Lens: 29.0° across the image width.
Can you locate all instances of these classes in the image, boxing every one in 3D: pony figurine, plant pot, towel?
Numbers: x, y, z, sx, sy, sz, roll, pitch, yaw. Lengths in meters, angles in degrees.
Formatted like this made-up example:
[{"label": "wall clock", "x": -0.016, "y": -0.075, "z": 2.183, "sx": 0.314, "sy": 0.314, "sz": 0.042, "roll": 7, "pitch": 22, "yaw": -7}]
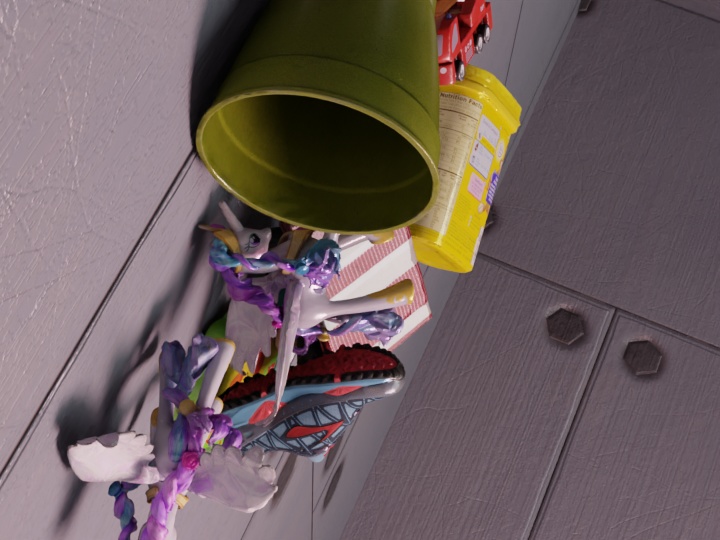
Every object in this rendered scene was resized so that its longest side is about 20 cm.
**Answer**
[{"label": "pony figurine", "x": -0.054, "y": 0.026, "z": 1.277, "sx": 0.166, "sy": 0.199, "sz": 0.195, "roll": -142, "pitch": -129, "yaw": -61}, {"label": "plant pot", "x": -0.015, "y": -0.164, "z": 1.151, "sx": 0.201, "sy": 0.199, "sz": 0.194, "roll": 93, "pitch": 9, "yaw": -62}, {"label": "pony figurine", "x": -0.153, "y": 0.156, "z": 1.168, "sx": 0.194, "sy": 0.165, "sz": 0.201, "roll": 109, "pitch": -8, "yaw": -52}, {"label": "towel", "x": 0.000, "y": 0.000, "z": 1.401, "sx": 0.144, "sy": 0.023, "sz": 0.201, "roll": -36, "pitch": 124, "yaw": -31}]

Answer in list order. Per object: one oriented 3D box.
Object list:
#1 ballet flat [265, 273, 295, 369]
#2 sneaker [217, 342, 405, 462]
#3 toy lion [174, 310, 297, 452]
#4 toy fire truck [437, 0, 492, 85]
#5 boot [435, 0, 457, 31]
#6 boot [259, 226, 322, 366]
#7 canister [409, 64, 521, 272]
[{"label": "ballet flat", "x": -0.078, "y": 0.038, "z": 1.544, "sx": 0.201, "sy": 0.073, "sz": 0.073, "roll": -67, "pitch": 172, "yaw": 29}, {"label": "sneaker", "x": -0.041, "y": 0.136, "z": 1.354, "sx": 0.079, "sy": 0.199, "sz": 0.096, "roll": -63, "pitch": 133, "yaw": -62}, {"label": "toy lion", "x": -0.136, "y": 0.124, "z": 1.450, "sx": 0.192, "sy": 0.068, "sz": 0.201, "roll": -41, "pitch": 150, "yaw": -55}, {"label": "toy fire truck", "x": 0.096, "y": -0.289, "z": 1.407, "sx": 0.200, "sy": 0.048, "sz": 0.142, "roll": -56, "pitch": 144, "yaw": -50}, {"label": "boot", "x": 0.072, "y": -0.225, "z": 1.249, "sx": 0.200, "sy": 0.068, "sz": 0.190, "roll": -40, "pitch": -135, "yaw": 52}, {"label": "boot", "x": -0.057, "y": 0.057, "z": 1.424, "sx": 0.164, "sy": 0.065, "sz": 0.202, "roll": -10, "pitch": 107, "yaw": -46}, {"label": "canister", "x": 0.102, "y": -0.112, "z": 1.555, "sx": 0.148, "sy": 0.086, "sz": 0.201, "roll": 33, "pitch": 71, "yaw": -60}]
